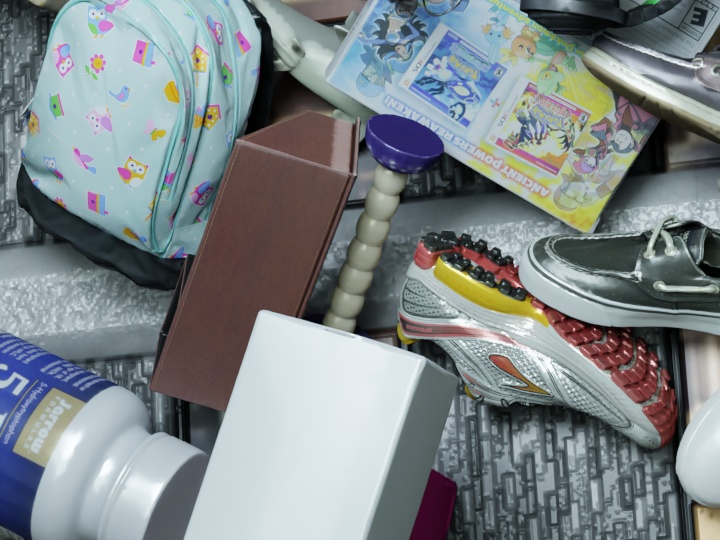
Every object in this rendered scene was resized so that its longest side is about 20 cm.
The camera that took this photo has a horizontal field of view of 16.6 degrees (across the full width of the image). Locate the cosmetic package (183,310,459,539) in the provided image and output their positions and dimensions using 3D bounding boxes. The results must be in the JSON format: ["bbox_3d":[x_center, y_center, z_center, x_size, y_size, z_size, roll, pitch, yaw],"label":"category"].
[{"bbox_3d":[-0.030,0.135,1.434,0.112,0.081,0.201,18,82,22],"label":"cosmetic package"}]

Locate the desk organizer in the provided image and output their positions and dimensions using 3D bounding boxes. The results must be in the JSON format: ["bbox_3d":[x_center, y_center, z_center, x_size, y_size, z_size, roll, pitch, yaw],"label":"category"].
[{"bbox_3d":[-0.067,-0.007,1.558,0.077,0.072,0.201,17,121,-8],"label":"desk organizer"}]

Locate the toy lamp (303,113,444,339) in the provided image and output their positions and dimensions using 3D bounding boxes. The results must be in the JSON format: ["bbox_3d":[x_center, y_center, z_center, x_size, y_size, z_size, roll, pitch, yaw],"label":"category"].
[{"bbox_3d":[0.000,0.000,1.571,0.058,0.058,0.201,32,121,19],"label":"toy lamp"}]

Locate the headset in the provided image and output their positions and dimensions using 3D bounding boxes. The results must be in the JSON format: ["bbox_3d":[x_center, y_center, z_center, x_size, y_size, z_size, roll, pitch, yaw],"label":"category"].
[{"bbox_3d":[0.115,-0.198,1.499,0.199,0.094,0.124,-19,98,-14],"label":"headset"}]

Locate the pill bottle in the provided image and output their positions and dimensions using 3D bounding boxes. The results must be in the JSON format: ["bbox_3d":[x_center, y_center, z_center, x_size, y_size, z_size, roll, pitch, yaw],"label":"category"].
[{"bbox_3d":[-0.204,0.118,1.607,0.199,0.120,0.120,23,84,18],"label":"pill bottle"}]

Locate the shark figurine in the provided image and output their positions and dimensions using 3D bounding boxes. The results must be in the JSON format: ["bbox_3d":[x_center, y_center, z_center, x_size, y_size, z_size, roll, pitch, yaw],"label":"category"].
[{"bbox_3d":[-0.024,-0.164,1.636,0.214,0.090,0.128,41,133,-14],"label":"shark figurine"}]

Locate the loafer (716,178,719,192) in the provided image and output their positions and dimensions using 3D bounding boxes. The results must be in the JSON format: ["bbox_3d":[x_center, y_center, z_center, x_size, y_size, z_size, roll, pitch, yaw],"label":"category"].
[{"bbox_3d":[0.324,-0.075,1.546,0.199,0.072,0.063,-27,89,14],"label":"loafer"}]

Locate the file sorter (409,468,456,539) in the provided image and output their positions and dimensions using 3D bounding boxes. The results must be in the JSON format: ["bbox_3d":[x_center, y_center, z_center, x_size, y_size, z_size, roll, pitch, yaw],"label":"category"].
[{"bbox_3d":[-0.034,0.209,1.532,0.125,0.139,0.201,10,80,18],"label":"file sorter"}]

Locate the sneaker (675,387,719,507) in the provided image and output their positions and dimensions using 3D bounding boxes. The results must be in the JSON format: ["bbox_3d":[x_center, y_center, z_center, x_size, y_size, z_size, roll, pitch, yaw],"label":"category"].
[{"bbox_3d":[0.283,0.088,1.492,0.199,0.089,0.075,-29,105,8],"label":"sneaker"}]

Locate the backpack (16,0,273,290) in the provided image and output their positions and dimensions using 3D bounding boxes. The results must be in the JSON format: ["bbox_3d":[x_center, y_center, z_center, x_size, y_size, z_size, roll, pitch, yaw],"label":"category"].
[{"bbox_3d":[-0.138,-0.100,1.603,0.166,0.127,0.201,28,120,15],"label":"backpack"}]

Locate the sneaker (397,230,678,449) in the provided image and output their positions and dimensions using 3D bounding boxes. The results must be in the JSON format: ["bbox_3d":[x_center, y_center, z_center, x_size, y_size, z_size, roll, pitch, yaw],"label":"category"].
[{"bbox_3d":[0.112,0.055,1.572,0.200,0.078,0.082,32,114,15],"label":"sneaker"}]

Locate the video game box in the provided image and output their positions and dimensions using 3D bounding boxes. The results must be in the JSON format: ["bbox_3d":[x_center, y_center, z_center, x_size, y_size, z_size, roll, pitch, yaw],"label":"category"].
[{"bbox_3d":[0.107,-0.149,1.559,0.200,0.047,0.183,30,100,-10],"label":"video game box"}]

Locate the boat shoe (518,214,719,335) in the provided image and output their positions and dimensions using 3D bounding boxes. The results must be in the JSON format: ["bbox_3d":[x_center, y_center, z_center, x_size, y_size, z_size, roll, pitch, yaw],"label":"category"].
[{"bbox_3d":[0.199,-0.004,1.539,0.199,0.064,0.071,8,40,5],"label":"boat shoe"}]

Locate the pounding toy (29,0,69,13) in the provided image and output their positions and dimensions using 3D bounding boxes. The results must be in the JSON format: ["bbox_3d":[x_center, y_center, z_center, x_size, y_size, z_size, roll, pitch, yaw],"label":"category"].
[{"bbox_3d":[-0.186,-0.286,1.700,0.184,0.142,0.201,33,98,19],"label":"pounding toy"}]

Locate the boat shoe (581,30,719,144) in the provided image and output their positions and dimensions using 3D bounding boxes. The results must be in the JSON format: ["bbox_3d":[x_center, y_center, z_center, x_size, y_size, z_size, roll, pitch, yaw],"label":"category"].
[{"bbox_3d":[0.234,-0.107,1.505,0.199,0.072,0.065,25,91,15],"label":"boat shoe"}]
